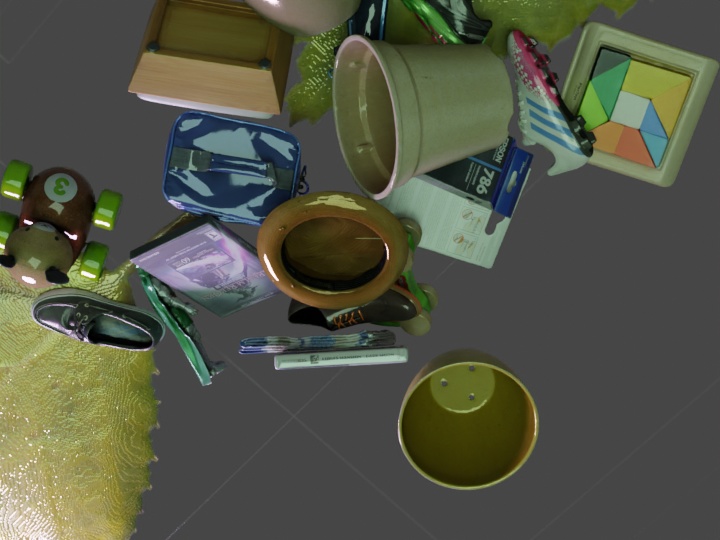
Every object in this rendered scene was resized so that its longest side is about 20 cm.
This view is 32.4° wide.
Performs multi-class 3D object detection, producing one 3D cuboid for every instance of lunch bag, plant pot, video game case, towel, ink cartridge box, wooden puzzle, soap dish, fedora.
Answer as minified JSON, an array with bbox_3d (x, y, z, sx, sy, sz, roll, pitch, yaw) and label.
[{"bbox_3d":[-0.165,-0.132,1.660,0.197,0.132,0.138,10,94,-4],"label":"lunch bag"},{"bbox_3d":[0.152,0.193,1.796,0.197,0.142,0.203,0,111,1],"label":"plant pot"},{"bbox_3d":[-0.201,-0.002,1.717,0.141,0.019,0.200,-22,143,26],"label":"video game case"},{"bbox_3d":[-0.022,0.120,1.745,0.179,0.200,0.024,-4,88,2],"label":"video game case"},{"bbox_3d":[-0.058,0.100,1.749,0.197,0.147,0.024,-4,86,17],"label":"towel"},{"bbox_3d":[0.117,-0.109,1.732,0.197,0.050,0.164,16,111,-11],"label":"ink cartridge box"},{"bbox_3d":[0.368,-0.222,1.683,0.197,0.037,0.187,15,111,-5],"label":"wooden puzzle"},{"bbox_3d":[-0.068,-0.374,1.551,0.198,0.201,0.136,-22,118,9],"label":"plant pot"},{"bbox_3d":[0.135,-0.154,1.662,0.198,0.039,0.101,22,81,-8],"label":"ink cartridge box"},{"bbox_3d":[-0.189,-0.283,1.604,0.197,0.159,0.082,8,140,-2],"label":"soap dish"},{"bbox_3d":[-0.035,-0.042,1.619,0.197,0.082,0.203,2,128,2],"label":"fedora"},{"bbox_3d":[0.085,-0.205,1.557,0.181,0.200,0.203,-12,114,-21],"label":"plant pot"}]

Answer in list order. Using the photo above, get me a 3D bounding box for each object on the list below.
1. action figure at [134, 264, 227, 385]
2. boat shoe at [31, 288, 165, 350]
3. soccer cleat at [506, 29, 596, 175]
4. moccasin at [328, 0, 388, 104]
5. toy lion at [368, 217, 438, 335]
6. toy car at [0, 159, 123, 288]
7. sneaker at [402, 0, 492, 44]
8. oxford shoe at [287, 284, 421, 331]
[{"bbox_3d":[-0.264,0.065,1.785,0.054,0.118,0.201,-34,100,-10],"label":"action figure"},{"bbox_3d":[-0.384,0.080,1.800,0.197,0.066,0.071,14,111,-5],"label":"boat shoe"},{"bbox_3d":[0.234,-0.219,1.656,0.086,0.070,0.202,-30,91,26],"label":"soccer cleat"},{"bbox_3d":[-0.004,-0.292,1.651,0.067,0.080,0.203,7,98,3],"label":"moccasin"},{"bbox_3d":[0.000,0.000,1.746,0.189,0.069,0.202,1,134,21],"label":"toy lion"},{"bbox_3d":[-0.430,-0.042,1.681,0.162,0.200,0.160,18,111,-6],"label":"toy car"},{"bbox_3d":[0.098,-0.371,1.619,0.084,0.077,0.200,-42,108,-4],"label":"sneaker"},{"bbox_3d":[-0.010,0.057,1.715,0.197,0.073,0.072,1,135,31],"label":"oxford shoe"}]
